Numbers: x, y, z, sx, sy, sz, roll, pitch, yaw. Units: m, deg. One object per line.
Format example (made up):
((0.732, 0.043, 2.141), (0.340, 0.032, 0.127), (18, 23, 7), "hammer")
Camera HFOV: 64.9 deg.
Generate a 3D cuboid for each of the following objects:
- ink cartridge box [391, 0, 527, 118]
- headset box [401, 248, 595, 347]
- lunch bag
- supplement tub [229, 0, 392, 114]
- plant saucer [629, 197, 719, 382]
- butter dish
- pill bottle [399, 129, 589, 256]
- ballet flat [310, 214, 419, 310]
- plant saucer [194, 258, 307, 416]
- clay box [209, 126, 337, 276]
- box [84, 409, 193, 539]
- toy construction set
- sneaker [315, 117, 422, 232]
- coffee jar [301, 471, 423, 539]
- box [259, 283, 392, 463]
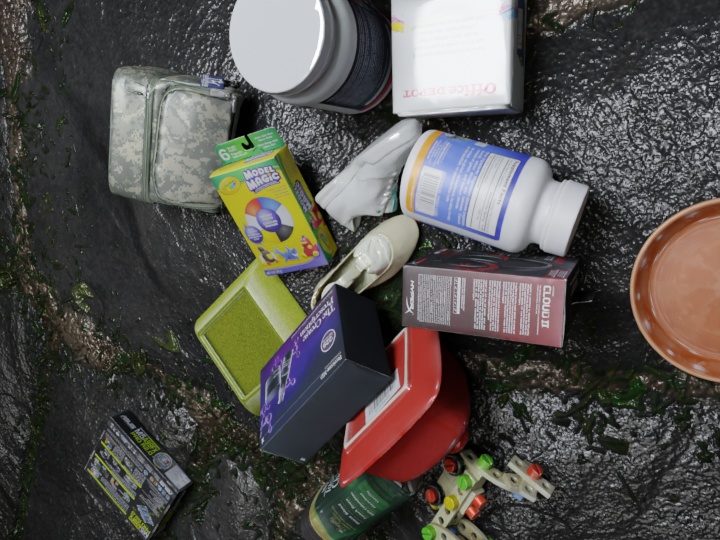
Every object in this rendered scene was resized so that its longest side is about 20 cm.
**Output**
((0.116, -0.285, 0.663), (0.144, 0.087, 0.202), (4, 100, 27), "ink cartridge box")
((0.166, 0.025, 0.660), (0.198, 0.148, 0.076), (6, 102, 27), "headset box")
((-0.265, -0.194, 0.841), (0.166, 0.139, 0.202), (14, 108, 4), "lunch bag")
((-0.047, -0.268, 0.683), (0.139, 0.200, 0.142), (5, 102, 25), "supplement tub")
((0.400, 0.021, 0.609), (0.199, 0.032, 0.202), (5, 102, 25), "plant saucer")
((0.078, 0.186, 0.739), (0.147, 0.200, 0.200), (35, 115, -12), "butter dish")
((0.156, -0.088, 0.666), (0.199, 0.112, 0.113), (21, 108, 21), "pill bottle")
((0.000, 0.000, 0.786), (0.200, 0.069, 0.070), (-44, 80, 26), "ballet flat")
((-0.172, 0.114, 0.904), (0.200, 0.048, 0.201), (-42, 81, 27), "plant saucer")
((-0.126, -0.091, 0.797), (0.114, 0.048, 0.201), (-10, 123, 28), "clay box")
((-0.430, 0.394, 1.088), (0.200, 0.044, 0.161), (40, 115, 15), "box")
((0.156, 0.317, 0.752), (0.201, 0.092, 0.131), (-56, 50, 16), "toy construction set")
((0.026, -0.119, 0.744), (0.089, 0.075, 0.200), (48, 138, -7), "sneaker")
((-0.001, 0.326, 0.825), (0.085, 0.104, 0.200), (42, 115, 1), "coffee jar")
((-0.055, 0.140, 0.765), (0.200, 0.078, 0.142), (-49, 33, 26), "box")
